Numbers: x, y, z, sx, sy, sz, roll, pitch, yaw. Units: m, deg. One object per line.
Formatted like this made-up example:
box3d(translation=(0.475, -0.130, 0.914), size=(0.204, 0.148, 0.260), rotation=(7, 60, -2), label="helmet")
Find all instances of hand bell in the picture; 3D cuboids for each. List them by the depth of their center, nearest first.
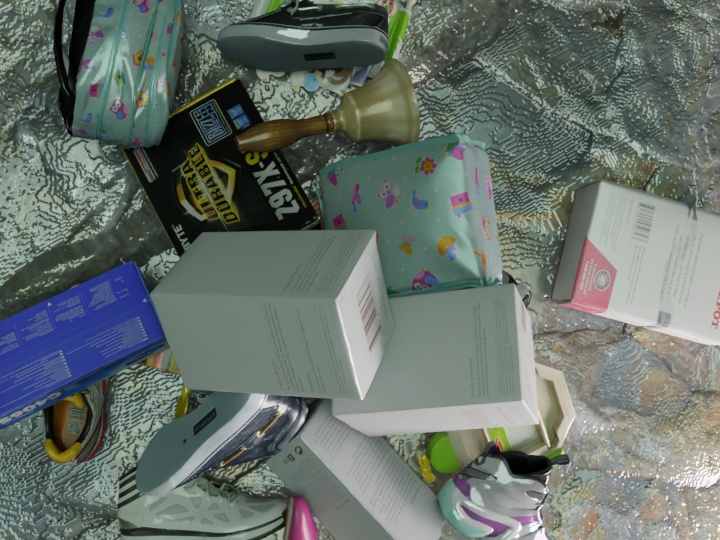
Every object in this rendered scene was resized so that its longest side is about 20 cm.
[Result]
box3d(translation=(-0.042, -0.160, 0.938), size=(0.196, 0.104, 0.106), rotation=(-17, 91, -17), label="hand bell")

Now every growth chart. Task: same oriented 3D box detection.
box3d(translation=(-0.042, -0.281, 1.012), size=(0.195, 0.018, 0.148), rotation=(13, 88, -5), label="growth chart")

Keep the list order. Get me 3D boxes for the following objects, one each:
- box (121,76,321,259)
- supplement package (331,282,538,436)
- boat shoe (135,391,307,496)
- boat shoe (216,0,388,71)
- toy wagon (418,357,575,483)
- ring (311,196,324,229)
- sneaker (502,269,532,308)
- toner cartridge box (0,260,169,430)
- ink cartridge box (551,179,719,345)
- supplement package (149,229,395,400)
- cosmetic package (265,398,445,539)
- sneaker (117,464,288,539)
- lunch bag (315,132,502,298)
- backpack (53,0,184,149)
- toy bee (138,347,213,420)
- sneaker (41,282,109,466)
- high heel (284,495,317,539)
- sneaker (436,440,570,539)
box3d(translation=(-0.156, -0.093, 0.956), size=(0.158, 0.049, 0.202), rotation=(-29, 76, -8), label="box")
box3d(translation=(0.079, 0.099, 0.895), size=(0.195, 0.121, 0.123), rotation=(-8, 68, 17), label="supplement package")
box3d(translation=(-0.148, 0.187, 0.905), size=(0.199, 0.072, 0.090), rotation=(-39, 132, 21), label="boat shoe")
box3d(translation=(-0.065, -0.275, 0.962), size=(0.194, 0.074, 0.070), rotation=(-1, 71, 12), label="boat shoe")
box3d(translation=(0.153, 0.181, 0.992), size=(0.197, 0.040, 0.158), rotation=(-25, 111, -5), label="toy wagon")
box3d(translation=(0.000, 0.000, 1.009), size=(0.195, 0.019, 0.206), rotation=(0, 89, -7), label="ring")
box3d(translation=(0.110, 0.076, 1.001), size=(0.200, 0.074, 0.079), rotation=(-44, 69, -2), label="sneaker")
box3d(translation=(-0.308, 0.077, 0.896), size=(0.197, 0.043, 0.096), rotation=(-25, 75, -11), label="toner cartridge box")
box3d(translation=(0.346, -0.007, 1.012), size=(0.196, 0.083, 0.150), rotation=(15, 87, -5), label="ink cartridge box")
box3d(translation=(-0.081, 0.039, 0.824), size=(0.195, 0.118, 0.119), rotation=(1, 124, 22), label="supplement package")
box3d(translation=(-0.001, 0.243, 0.954), size=(0.200, 0.101, 0.071), rotation=(47, 124, -2), label="cosmetic package")
box3d(translation=(-0.179, 0.247, 0.956), size=(0.195, 0.076, 0.118), rotation=(-6, 91, -3), label="sneaker")
box3d(translation=(0.047, -0.049, 0.944), size=(0.196, 0.121, 0.175), rotation=(-9, 89, 25), label="lunch bag")
box3d(translation=(-0.252, -0.233, 0.901), size=(0.123, 0.167, 0.205), rotation=(8, 72, -10), label="backpack")
box3d(translation=(-0.164, 0.098, 0.946), size=(0.195, 0.109, 0.134), rotation=(-6, 87, -6), label="toy bee")
box3d(translation=(-0.310, 0.116, 0.942), size=(0.076, 0.082, 0.205), rotation=(2, 87, -4), label="sneaker")
box3d(translation=(-0.035, 0.328, 0.942), size=(0.093, 0.068, 0.204), rotation=(-1, 116, 1), label="high heel")
box3d(translation=(0.197, 0.268, 0.967), size=(0.199, 0.078, 0.140), rotation=(38, 99, -23), label="sneaker")
